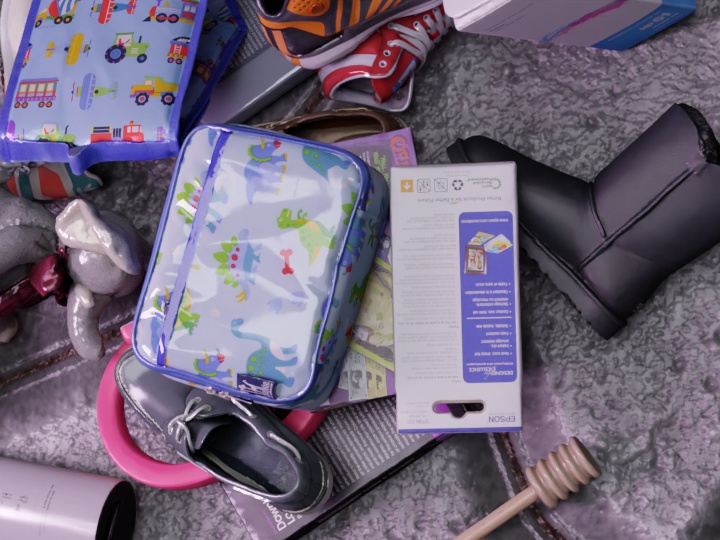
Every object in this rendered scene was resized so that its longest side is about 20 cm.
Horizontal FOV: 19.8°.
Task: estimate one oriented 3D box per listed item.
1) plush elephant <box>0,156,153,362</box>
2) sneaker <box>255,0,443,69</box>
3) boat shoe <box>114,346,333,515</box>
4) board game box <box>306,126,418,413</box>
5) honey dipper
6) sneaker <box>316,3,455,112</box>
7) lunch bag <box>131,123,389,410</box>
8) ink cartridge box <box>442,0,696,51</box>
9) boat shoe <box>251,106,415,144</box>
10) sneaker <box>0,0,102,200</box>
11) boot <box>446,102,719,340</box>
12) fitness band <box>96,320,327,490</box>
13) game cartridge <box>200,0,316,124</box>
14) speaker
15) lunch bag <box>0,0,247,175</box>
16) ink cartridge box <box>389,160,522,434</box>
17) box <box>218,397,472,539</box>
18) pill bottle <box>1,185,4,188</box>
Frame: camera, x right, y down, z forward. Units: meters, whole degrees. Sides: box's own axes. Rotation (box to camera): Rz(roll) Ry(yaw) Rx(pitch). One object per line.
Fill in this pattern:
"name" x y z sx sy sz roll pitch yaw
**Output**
"plush elephant" -0.240 0.000 1.632 0.155 0.165 0.200 21 94 11
"sneaker" 0.009 -0.237 1.546 0.200 0.112 0.078 -38 60 0
"boat shoe" -0.110 0.115 1.559 0.200 0.062 0.073 35 93 17
"board game box" 0.000 0.000 1.570 0.120 0.032 0.200 -11 82 6
"honey dipper" 0.093 0.199 1.571 0.200 0.038 0.038 -38 73 10
"sneaker" 0.052 -0.194 1.617 0.200 0.071 0.113 -19 65 9
"lunch bag" -0.078 -0.003 1.526 0.161 0.082 0.200 16 88 18
"ink cartridge box" 0.146 -0.251 1.539 0.085 0.200 0.145 -26 72 43
"boat shoe" -0.062 -0.093 1.643 0.202 0.075 0.075 -15 77 13
"sneaker" -0.252 -0.153 1.720 0.093 0.070 0.200 -2 79 0
"boot" 0.187 -0.071 1.566 0.168 0.076 0.200 -43 77 8
"fitness band" -0.115 0.090 1.615 0.200 0.037 0.144 -23 77 13
"game cartridge" -0.126 -0.217 1.704 0.133 0.042 0.200 -35 73 12
"speaker" -0.283 0.190 1.656 0.200 0.081 0.081 8 83 17
"lunch bag" -0.190 -0.155 1.600 0.150 0.094 0.200 2 49 16
"ink cartridge box" 0.071 0.020 1.528 0.095 0.037 0.200 -2 85 4
"box" -0.029 0.112 1.620 0.200 0.036 0.143 -34 72 7
"pill bottle" -0.368 -0.076 1.662 0.114 0.200 0.114 -3 80 15
